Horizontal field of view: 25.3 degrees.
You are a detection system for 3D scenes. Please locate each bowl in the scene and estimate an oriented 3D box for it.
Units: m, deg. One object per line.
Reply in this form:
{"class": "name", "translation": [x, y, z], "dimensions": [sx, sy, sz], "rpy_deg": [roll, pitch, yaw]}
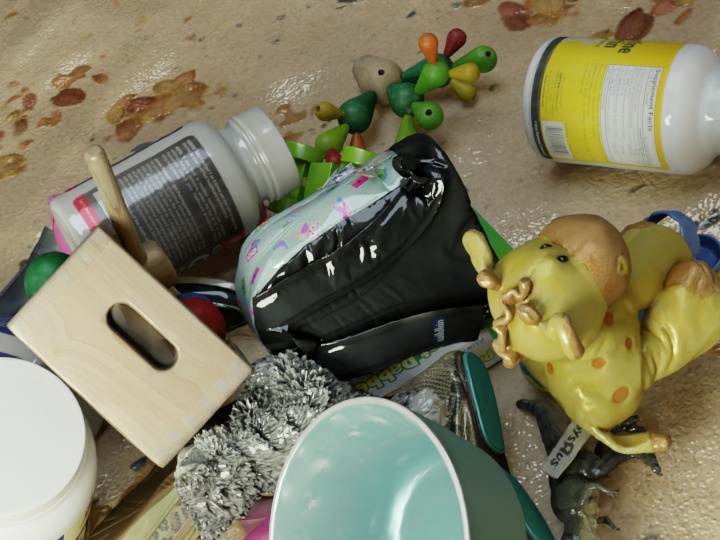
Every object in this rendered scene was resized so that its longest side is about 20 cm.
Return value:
{"class": "bowl", "translation": [0.037, 0.190, 1.110], "dimensions": [0.200, 0.105, 0.202], "rpy_deg": [-8, 79, 46]}

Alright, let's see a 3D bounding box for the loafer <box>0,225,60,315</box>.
{"class": "loafer", "translation": [-0.288, -0.012, 1.530], "dimensions": [0.201, 0.071, 0.068], "rpy_deg": [-44, 42, -21]}

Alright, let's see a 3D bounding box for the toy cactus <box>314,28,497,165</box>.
{"class": "toy cactus", "translation": [0.028, -0.176, 1.549], "dimensions": [0.200, 0.102, 0.165], "rpy_deg": [-39, 32, -2]}

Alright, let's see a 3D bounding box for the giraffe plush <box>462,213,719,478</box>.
{"class": "giraffe plush", "translation": [0.148, 0.025, 1.124], "dimensions": [0.172, 0.162, 0.201], "rpy_deg": [9, 65, 37]}

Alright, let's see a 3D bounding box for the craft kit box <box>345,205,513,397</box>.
{"class": "craft kit box", "translation": [0.038, 0.028, 1.360], "dimensions": [0.200, 0.049, 0.198], "rpy_deg": [-32, 45, -8]}

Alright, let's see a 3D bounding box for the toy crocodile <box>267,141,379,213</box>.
{"class": "toy crocodile", "translation": [-0.022, -0.074, 1.436], "dimensions": [0.200, 0.062, 0.068], "rpy_deg": [11, 85, 47]}

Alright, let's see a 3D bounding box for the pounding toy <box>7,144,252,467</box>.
{"class": "pounding toy", "translation": [-0.177, 0.024, 1.228], "dimensions": [0.142, 0.200, 0.184], "rpy_deg": [-47, 8, -4]}

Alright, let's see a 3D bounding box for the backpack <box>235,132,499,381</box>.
{"class": "backpack", "translation": [0.000, 0.000, 1.277], "dimensions": [0.199, 0.167, 0.127], "rpy_deg": [-30, 22, -2]}

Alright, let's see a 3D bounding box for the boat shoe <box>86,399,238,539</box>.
{"class": "boat shoe", "translation": [-0.133, 0.177, 1.281], "dimensions": [0.200, 0.063, 0.073], "rpy_deg": [-43, 19, -24]}

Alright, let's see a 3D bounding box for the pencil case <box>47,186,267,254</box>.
{"class": "pencil case", "translation": [-0.184, -0.051, 1.485], "dimensions": [0.199, 0.091, 0.094], "rpy_deg": [-20, 38, -17]}

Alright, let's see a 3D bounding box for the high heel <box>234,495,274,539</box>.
{"class": "high heel", "translation": [-0.074, 0.239, 1.176], "dimensions": [0.096, 0.068, 0.200], "rpy_deg": [-5, 31, 35]}

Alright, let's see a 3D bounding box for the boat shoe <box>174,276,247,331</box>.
{"class": "boat shoe", "translation": [-0.184, 0.051, 1.417], "dimensions": [0.198, 0.075, 0.066], "rpy_deg": [-1, 56, 17]}

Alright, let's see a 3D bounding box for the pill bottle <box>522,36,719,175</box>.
{"class": "pill bottle", "translation": [0.249, -0.141, 1.383], "dimensions": [0.199, 0.112, 0.112], "rpy_deg": [8, 51, 31]}

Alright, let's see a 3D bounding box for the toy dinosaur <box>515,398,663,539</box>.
{"class": "toy dinosaur", "translation": [0.171, 0.141, 1.178], "dimensions": [0.088, 0.048, 0.200], "rpy_deg": [-23, 36, 8]}

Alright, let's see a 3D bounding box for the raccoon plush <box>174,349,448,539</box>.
{"class": "raccoon plush", "translation": [-0.051, 0.131, 1.184], "dimensions": [0.199, 0.097, 0.134], "rpy_deg": [-15, 27, 40]}

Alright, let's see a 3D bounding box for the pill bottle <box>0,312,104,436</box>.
{"class": "pill bottle", "translation": [-0.325, 0.092, 1.410], "dimensions": [0.199, 0.111, 0.111], "rpy_deg": [13, 53, 34]}

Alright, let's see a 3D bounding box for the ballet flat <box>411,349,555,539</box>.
{"class": "ballet flat", "translation": [0.085, 0.152, 1.191], "dimensions": [0.075, 0.068, 0.201], "rpy_deg": [-34, 51, 17]}

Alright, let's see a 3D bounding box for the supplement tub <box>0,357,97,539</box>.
{"class": "supplement tub", "translation": [-0.274, 0.164, 1.218], "dimensions": [0.144, 0.200, 0.146], "rpy_deg": [5, 60, -10]}

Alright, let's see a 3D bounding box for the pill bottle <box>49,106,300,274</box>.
{"class": "pill bottle", "translation": [-0.157, -0.060, 1.386], "dimensions": [0.199, 0.111, 0.111], "rpy_deg": [-31, 42, -12]}

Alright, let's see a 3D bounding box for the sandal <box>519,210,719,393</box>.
{"class": "sandal", "translation": [0.203, 0.018, 1.260], "dimensions": [0.200, 0.087, 0.079], "rpy_deg": [-37, 45, -11]}
